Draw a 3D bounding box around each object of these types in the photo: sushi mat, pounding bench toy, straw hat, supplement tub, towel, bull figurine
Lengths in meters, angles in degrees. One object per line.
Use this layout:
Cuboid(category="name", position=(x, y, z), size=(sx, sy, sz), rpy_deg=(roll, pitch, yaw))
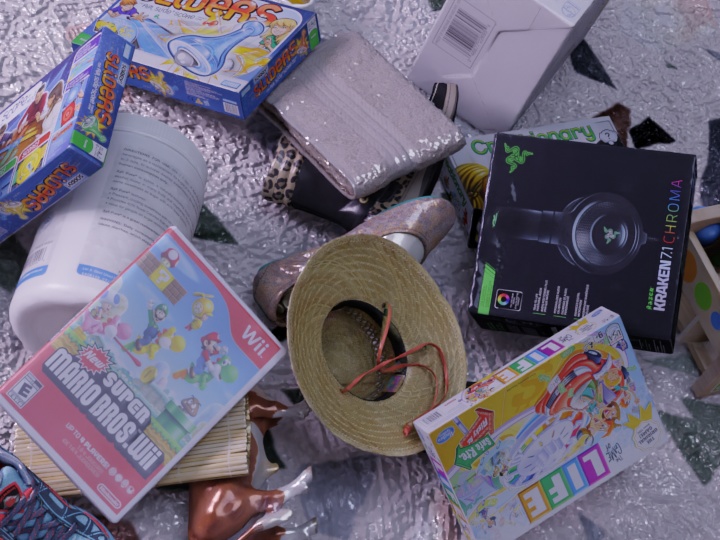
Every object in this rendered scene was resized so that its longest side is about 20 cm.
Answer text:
Cuboid(category="sushi mat", position=(-0.189, 0.135, 1.416), size=(0.199, 0.012, 0.096), rpy_deg=(-8, 62, 2))
Cuboid(category="pounding bench toy", position=(0.398, 0.009, 1.674), size=(0.199, 0.124, 0.156), rpy_deg=(-11, 62, -25))
Cuboid(category="straw hat", position=(-0.009, 0.073, 1.484), size=(0.200, 0.085, 0.202), rpy_deg=(11, 73, -37))
Cuboid(category="supplement tub", position=(-0.215, -0.021, 1.482), size=(0.131, 0.132, 0.201), rpy_deg=(19, 55, -6))
Cuboid(category="towel", position=(-0.007, -0.150, 1.598), size=(0.132, 0.035, 0.200), rpy_deg=(-27, 50, -23))
Cuboid(category="bull figurine", position=(-0.101, 0.146, 1.448), size=(0.121, 0.065, 0.201), rpy_deg=(-4, 63, 0))

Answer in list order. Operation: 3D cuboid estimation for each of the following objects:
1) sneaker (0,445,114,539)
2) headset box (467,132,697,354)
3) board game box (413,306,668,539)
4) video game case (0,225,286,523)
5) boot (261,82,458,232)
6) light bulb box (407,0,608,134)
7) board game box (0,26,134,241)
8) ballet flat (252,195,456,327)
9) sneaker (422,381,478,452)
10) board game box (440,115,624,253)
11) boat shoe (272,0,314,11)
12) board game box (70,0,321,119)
Cuboid(category="sneaker", position=(-0.272, 0.192, 1.340), size=(0.200, 0.096, 0.079), rpy_deg=(36, 77, 10))
Cuboid(category="headset box", position=(0.200, -0.026, 1.579), size=(0.199, 0.093, 0.175), rpy_deg=(8, 81, 14))
Cuboid(category="board game box", position=(0.158, 0.139, 1.483), size=(0.200, 0.034, 0.135), rpy_deg=(-31, 113, -13))
Cuboid(category="video game case", position=(-0.175, 0.083, 1.380), size=(0.200, 0.017, 0.143), rpy_deg=(-45, 103, -16))
Cuboid(category="boot", position=(0.004, -0.117, 1.640), size=(0.150, 0.073, 0.201), rpy_deg=(18, 62, 7))
Cuboid(category="light bulb box", position=(0.173, -0.273, 1.734), size=(0.125, 0.198, 0.200), rpy_deg=(36, 53, 4))
Cuboid(category="board game box", position=(-0.276, -0.107, 1.469), size=(0.034, 0.200, 0.136), rpy_deg=(32, 48, -29))
Cuboid(category="ballet flat", position=(0.000, 0.000, 1.540), size=(0.199, 0.068, 0.067), rpy_deg=(-25, 41, 7))
Cuboid(category="sneaker", position=(0.116, 0.120, 1.536), size=(0.199, 0.079, 0.076), rpy_deg=(5, 57, -14))
Cuboid(category="board game box", position=(0.186, -0.084, 1.717), size=(0.199, 0.035, 0.127), rpy_deg=(-11, 62, -24))
Cuboid(category="boat shoe", position=(-0.113, -0.326, 1.739), size=(0.074, 0.086, 0.202), rpy_deg=(-26, 70, -30))
Cuboid(category="board game box", position=(-0.157, -0.219, 1.638), size=(0.199, 0.035, 0.135), rpy_deg=(18, 49, 26))
